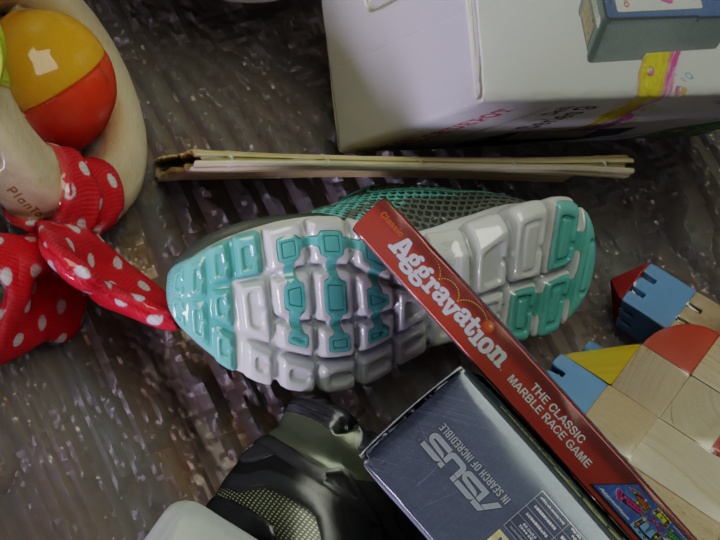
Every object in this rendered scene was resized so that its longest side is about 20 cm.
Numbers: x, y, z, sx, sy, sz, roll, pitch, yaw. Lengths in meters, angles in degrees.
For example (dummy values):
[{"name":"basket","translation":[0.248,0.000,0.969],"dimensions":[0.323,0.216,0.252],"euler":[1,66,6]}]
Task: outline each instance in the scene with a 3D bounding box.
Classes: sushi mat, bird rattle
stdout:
[{"name":"sushi mat","translation":[0.014,-0.046,0.917],"dimensions":[0.199,0.096,0.012],"euler":[0,90,-14]},{"name":"bird rattle","translation":[-0.134,-0.066,0.867],"dimensions":[0.200,0.113,0.163],"euler":[48,31,-16]}]

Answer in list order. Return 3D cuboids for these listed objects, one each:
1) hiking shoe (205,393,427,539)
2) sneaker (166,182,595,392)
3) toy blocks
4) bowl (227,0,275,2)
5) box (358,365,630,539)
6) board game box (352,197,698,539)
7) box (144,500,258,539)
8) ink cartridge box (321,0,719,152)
[{"name":"hiking shoe","translation":[0.011,0.151,0.832],"dimensions":[0.101,0.076,0.200],"euler":[-40,82,-6]},{"name":"sneaker","translation":[0.000,0.000,0.885],"dimensions":[0.199,0.091,0.078],"euler":[-4,108,-32]},{"name":"toy blocks","translation":[0.131,0.078,0.886],"dimensions":[0.137,0.100,0.200],"euler":[33,66,17]},{"name":"bowl","translation":[-0.050,-0.188,0.943],"dimensions":[0.199,0.108,0.200],"euler":[0,39,0]},{"name":"box","translation":[0.087,0.124,0.733],"dimensions":[0.051,0.158,0.200],"euler":[-42,84,1]},{"name":"board game box","translation":[0.073,0.055,0.771],"dimensions":[0.019,0.103,0.200],"euler":[-42,86,0]},{"name":"box","translation":[-0.043,0.231,0.707],"dimensions":[0.199,0.171,0.200],"euler":[32,61,4]},{"name":"ink cartridge box","translation":[0.101,-0.106,0.914],"dimensions":[0.199,0.145,0.088],"euler":[-3,85,-26]}]
